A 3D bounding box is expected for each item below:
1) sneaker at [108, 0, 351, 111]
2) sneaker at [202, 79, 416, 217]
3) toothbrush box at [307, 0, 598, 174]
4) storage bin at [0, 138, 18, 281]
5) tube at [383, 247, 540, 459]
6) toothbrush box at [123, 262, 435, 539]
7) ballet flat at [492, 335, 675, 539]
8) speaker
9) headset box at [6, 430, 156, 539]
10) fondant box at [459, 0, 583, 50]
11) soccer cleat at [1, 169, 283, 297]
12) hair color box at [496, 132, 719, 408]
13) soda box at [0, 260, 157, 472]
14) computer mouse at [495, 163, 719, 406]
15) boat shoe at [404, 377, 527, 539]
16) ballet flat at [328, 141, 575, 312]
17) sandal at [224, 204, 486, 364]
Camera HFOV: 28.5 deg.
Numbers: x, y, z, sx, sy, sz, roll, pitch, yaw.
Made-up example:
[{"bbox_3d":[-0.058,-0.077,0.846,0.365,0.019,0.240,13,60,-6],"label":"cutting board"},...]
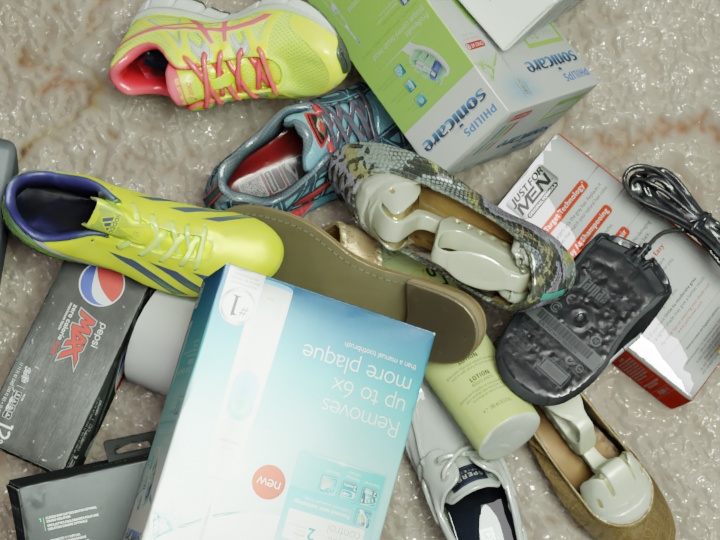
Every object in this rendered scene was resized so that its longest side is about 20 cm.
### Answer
[{"bbox_3d":[-0.100,-0.149,1.045,0.199,0.078,0.090,6,43,30],"label":"sneaker"},{"bbox_3d":[-0.025,-0.090,1.059,0.199,0.096,0.080,-33,81,-8],"label":"sneaker"},{"bbox_3d":[0.061,-0.182,1.052,0.145,0.086,0.201,-22,75,-52],"label":"toothbrush box"},{"bbox_3d":[-0.325,-0.024,1.022,0.133,0.146,0.201,8,77,-10],"label":"storage bin"},{"bbox_3d":[0.058,0.047,1.035,0.052,0.058,0.200,-54,51,29],"label":"tube"},{"bbox_3d":[-0.055,0.115,0.900,0.146,0.085,0.201,20,79,-13],"label":"toothbrush box"},{"bbox_3d":[0.162,0.126,1.029,0.068,0.072,0.200,-33,81,-12],"label":"ballet flat"},{"bbox_3d":[-0.066,0.079,1.017,0.199,0.081,0.082,22,78,10],"label":"speaker"},{"bbox_3d":[-0.137,0.211,0.956,0.173,0.093,0.201,-11,88,-19],"label":"headset box"},{"bbox_3d":[0.112,-0.254,1.049,0.144,0.200,0.058,49,123,1],"label":"fondant box"},{"bbox_3d":[-0.153,-0.026,0.980,0.199,0.084,0.065,12,78,4],"label":"soccer cleat"},{"bbox_3d":[0.191,0.001,1.064,0.200,0.061,0.102,40,80,6],"label":"hair color box"},{"bbox_3d":[-0.201,0.048,1.040,0.070,0.063,0.201,23,79,3],"label":"soda box"},{"bbox_3d":[0.197,0.035,1.001,0.140,0.046,0.200,36,77,15],"label":"computer mouse"},{"bbox_3d":[0.081,0.153,1.023,0.073,0.065,0.201,-24,77,-7],"label":"boat shoe"},{"bbox_3d":[0.052,-0.031,0.978,0.200,0.072,0.072,28,78,19],"label":"ballet flat"},{"bbox_3d":[-0.001,0.005,1.029,0.211,0.070,0.078,22,114,17],"label":"sandal"}]
